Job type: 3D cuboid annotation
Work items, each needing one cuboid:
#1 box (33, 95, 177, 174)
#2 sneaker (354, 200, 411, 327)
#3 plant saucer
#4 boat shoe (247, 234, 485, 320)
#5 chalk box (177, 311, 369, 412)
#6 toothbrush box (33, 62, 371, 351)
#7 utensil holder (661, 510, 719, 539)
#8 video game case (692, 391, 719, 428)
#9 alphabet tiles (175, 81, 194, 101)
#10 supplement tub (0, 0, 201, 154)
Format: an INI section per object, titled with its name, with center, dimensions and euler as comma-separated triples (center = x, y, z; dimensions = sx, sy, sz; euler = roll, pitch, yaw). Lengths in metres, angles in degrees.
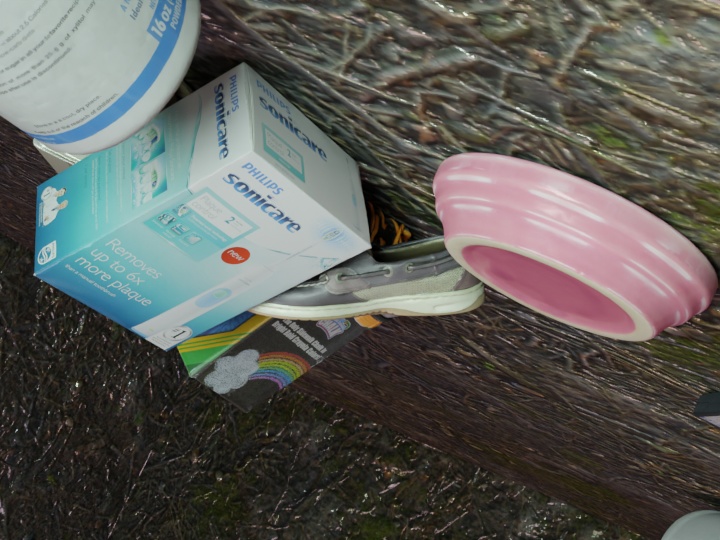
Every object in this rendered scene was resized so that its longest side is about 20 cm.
[box]
center = -0.197, -0.101, 1.020
dimensions = 0.077, 0.096, 0.200
euler = 25, 171, 3
[sneaker]
center = 0.003, -0.024, 1.036
dimensions = 0.077, 0.079, 0.200
euler = -11, 147, 23
[plant saucer]
center = 0.134, -0.008, 0.814
dimensions = 0.199, 0.051, 0.201
euler = 25, 170, 5
[boat shoe]
center = 0.000, 0.000, 0.966
dimensions = 0.198, 0.065, 0.072
euler = -1, -164, -1
[chalk box]
center = -0.078, 0.018, 1.172
dimensions = 0.124, 0.199, 0.125
euler = 58, -174, 31
[toothbrush box]
center = -0.114, -0.039, 0.891
dimensions = 0.199, 0.086, 0.146
euler = -26, 142, 22
[utensil holder]
center = 0.516, 0.413, 1.643
dimensions = 0.169, 0.171, 0.200
euler = 28, 167, -10
[video game case]
center = 0.391, 0.147, 1.011
dimensions = 0.180, 0.026, 0.200
euler = 27, 170, -1
[alphabet tiles]
center = -0.197, -0.163, 0.991
dimensions = 0.165, 0.006, 0.200
euler = 20, 168, 30
[supplement tub]
center = -0.188, -0.160, 0.634
dimensions = 0.131, 0.133, 0.200
euler = 18, 167, 38
